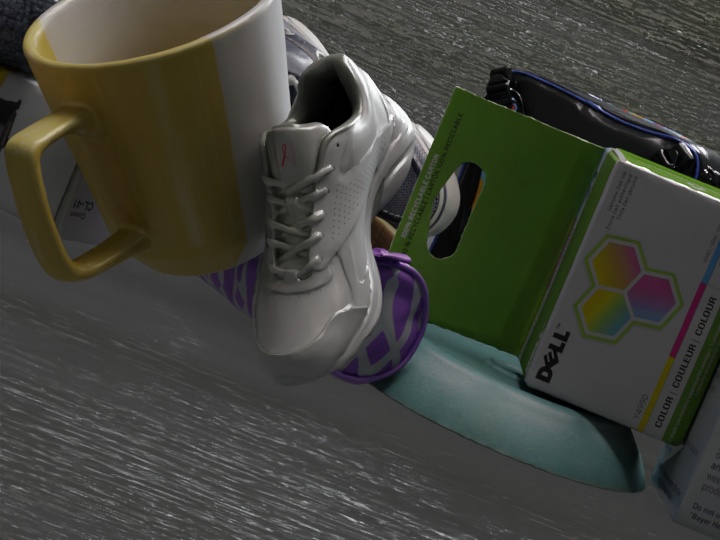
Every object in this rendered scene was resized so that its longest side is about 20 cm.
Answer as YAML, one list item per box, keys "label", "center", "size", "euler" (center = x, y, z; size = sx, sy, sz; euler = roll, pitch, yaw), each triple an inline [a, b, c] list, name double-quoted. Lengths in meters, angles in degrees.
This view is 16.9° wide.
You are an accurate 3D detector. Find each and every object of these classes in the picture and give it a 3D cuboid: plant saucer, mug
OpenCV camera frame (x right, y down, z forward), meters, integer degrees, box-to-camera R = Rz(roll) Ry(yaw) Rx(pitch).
- label: "plant saucer"
  center: [0.089, 0.077, 1.481]
  size: [0.199, 0.036, 0.200]
  euler: [22, 8, -3]
- label: "mug"
  center: [-0.120, -0.076, 1.399]
  size: [0.186, 0.154, 0.149]
  euler: [-20, 28, -13]

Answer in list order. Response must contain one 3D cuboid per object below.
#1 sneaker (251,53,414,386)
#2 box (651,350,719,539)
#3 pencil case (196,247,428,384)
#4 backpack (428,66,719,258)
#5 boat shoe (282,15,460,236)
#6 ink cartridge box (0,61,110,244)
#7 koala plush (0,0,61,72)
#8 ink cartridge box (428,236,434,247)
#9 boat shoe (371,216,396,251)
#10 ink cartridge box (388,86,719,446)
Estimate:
- label: "sneaker"
  center: [-0.031, -0.034, 1.345]
  size: [0.078, 0.201, 0.099]
  euler: [-5, -34, 24]
- label: "box"
  center: [0.297, 0.081, 1.430]
  size: [0.183, 0.201, 0.105]
  euler: [22, 7, -3]
- label: "pencil case"
  center: [-0.036, -0.002, 1.469]
  size: [0.084, 0.086, 0.200]
  euler: [14, 13, -36]
- label: "backpack"
  center: [0.142, -0.012, 1.622]
  size: [0.182, 0.201, 0.134]
  euler: [26, 8, 30]
- label: "boat shoe"
  center: [-0.028, -0.093, 1.570]
  size: [0.200, 0.075, 0.093]
  euler: [43, 21, 23]
- label: "ink cartridge box"
  center: [-0.218, -0.091, 1.550]
  size: [0.199, 0.086, 0.147]
  euler: [25, 8, 25]
- label: "koala plush"
  center: [-0.215, -0.238, 1.500]
  size: [0.177, 0.201, 0.184]
  euler: [20, 10, -9]
- label: "ink cartridge box"
  center: [0.026, -0.023, 1.796]
  size: [0.199, 0.083, 0.146]
  euler: [26, 9, 19]
- label: "boat shoe"
  center: [0.000, 0.000, 1.582]
  size: [0.064, 0.072, 0.200]
  euler: [24, 0, -29]
- label: "ink cartridge box"
  center: [0.123, -0.003, 1.441]
  size: [0.199, 0.148, 0.076]
  euler: [22, 9, -4]
